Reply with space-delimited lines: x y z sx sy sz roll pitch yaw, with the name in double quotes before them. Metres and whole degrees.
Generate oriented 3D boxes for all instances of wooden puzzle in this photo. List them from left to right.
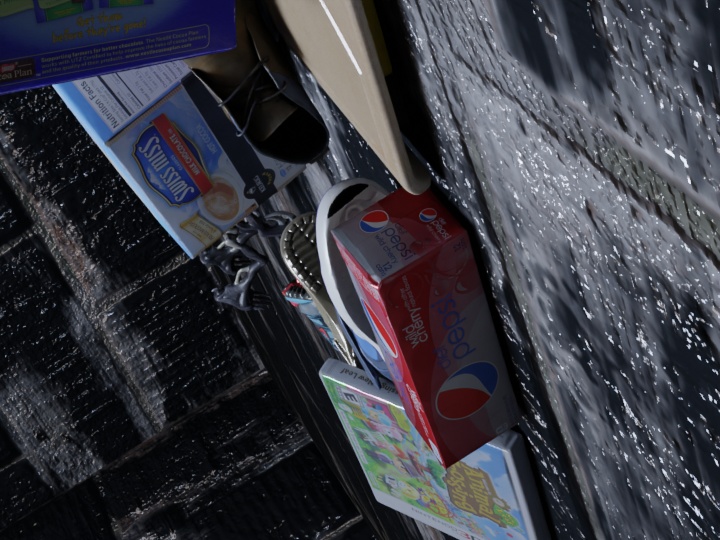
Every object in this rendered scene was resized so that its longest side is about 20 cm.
"wooden puzzle" -0.026 -0.160 0.792 0.186 0.037 0.201 54 175 39

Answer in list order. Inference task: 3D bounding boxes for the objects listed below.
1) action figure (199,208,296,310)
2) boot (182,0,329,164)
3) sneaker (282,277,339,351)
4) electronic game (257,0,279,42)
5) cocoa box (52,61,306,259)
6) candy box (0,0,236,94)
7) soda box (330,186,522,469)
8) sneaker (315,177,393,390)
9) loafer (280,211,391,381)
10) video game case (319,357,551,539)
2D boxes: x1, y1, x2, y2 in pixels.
"action figure" -0.106 -0.060 1.394 0.202 0.101 0.120 108 145 -44
"boot" -0.075 -0.136 0.867 0.097 0.075 0.200 48 -177 21
"sneaker" -0.013 0.030 1.269 0.096 0.079 0.200 50 180 1
"electronic game" -0.118 -0.243 1.016 0.201 0.041 0.200 58 171 15
"cocoa box" -0.153 -0.131 1.097 0.134 0.131 0.200 48 173 28
"candy box" -0.151 -0.206 0.690 0.077 0.167 0.203 39 135 47
"soda box" 0.048 0.039 0.892 0.064 0.069 0.201 52 169 43
"sneaker" 0.000 0.000 1.003 0.201 0.080 0.146 59 169 -32
"loafer" 0.007 0.038 1.133 0.201 0.075 0.068 57 -178 1
"video game case" 0.066 0.164 1.102 0.180 0.022 0.201 20 148 31
